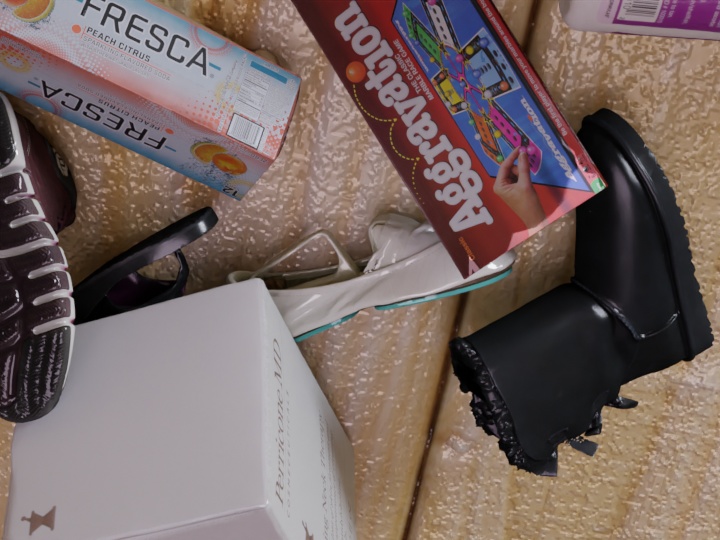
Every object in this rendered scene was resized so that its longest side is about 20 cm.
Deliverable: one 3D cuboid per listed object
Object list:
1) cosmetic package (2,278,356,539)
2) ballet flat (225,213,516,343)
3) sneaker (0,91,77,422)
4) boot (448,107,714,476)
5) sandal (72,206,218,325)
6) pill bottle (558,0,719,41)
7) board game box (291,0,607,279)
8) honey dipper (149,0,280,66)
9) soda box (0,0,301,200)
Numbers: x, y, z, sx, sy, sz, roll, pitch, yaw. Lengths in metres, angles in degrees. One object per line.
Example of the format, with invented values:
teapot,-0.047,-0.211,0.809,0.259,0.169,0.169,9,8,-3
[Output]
cosmetic package,-0.103,0.146,0.878,0.164,0.169,0.201,-14,138,10
ballet flat,0.000,0.000,0.904,0.198,0.070,0.070,-17,114,12
sneaker,-0.200,-0.010,0.861,0.075,0.115,0.203,-10,86,11
boot,0.129,0.020,0.876,0.161,0.073,0.200,-30,119,-9
sandal,-0.160,0.021,0.909,0.199,0.075,0.048,-32,99,24
pill bottle,0.216,-0.185,0.783,0.197,0.113,0.114,4,115,-1
board game box,0.052,-0.107,0.833,0.102,0.019,0.201,-33,88,16
honey dipper,-0.137,-0.166,0.845,0.198,0.038,0.038,26,113,-15
soda box,-0.139,-0.119,0.825,0.198,0.064,0.068,25,152,-16
